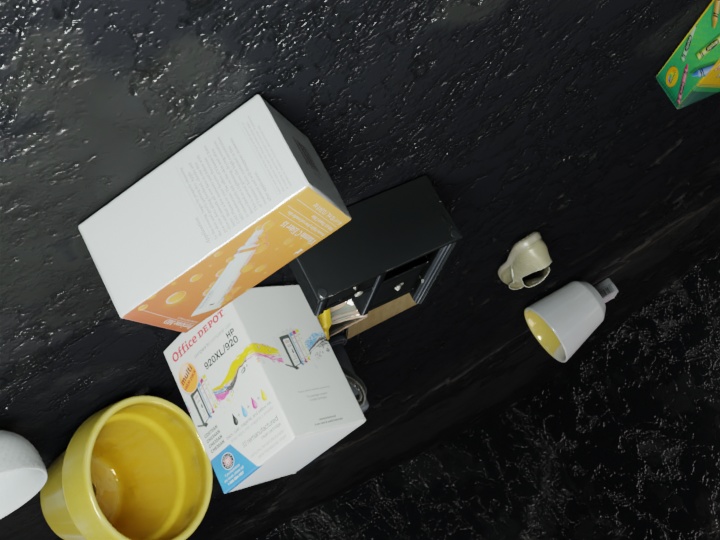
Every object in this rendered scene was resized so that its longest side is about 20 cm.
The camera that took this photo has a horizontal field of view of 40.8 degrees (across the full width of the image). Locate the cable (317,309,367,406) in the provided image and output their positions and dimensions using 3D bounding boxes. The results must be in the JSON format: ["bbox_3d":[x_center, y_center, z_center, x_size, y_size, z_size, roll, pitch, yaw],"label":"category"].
[{"bbox_3d":[-0.061,0.118,1.330,0.096,0.203,0.050,-20,-160,7],"label":"cable"}]

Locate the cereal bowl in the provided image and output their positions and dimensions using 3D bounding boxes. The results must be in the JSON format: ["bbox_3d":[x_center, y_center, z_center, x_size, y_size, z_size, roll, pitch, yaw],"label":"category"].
[{"bbox_3d":[-0.464,0.241,1.106,0.198,0.084,0.201,-28,163,-9],"label":"cereal bowl"}]

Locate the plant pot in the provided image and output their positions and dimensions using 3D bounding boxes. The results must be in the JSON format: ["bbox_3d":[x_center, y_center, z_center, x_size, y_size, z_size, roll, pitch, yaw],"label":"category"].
[{"bbox_3d":[-0.332,0.288,1.310,0.187,0.205,0.199,-23,171,40],"label":"plant pot"}]

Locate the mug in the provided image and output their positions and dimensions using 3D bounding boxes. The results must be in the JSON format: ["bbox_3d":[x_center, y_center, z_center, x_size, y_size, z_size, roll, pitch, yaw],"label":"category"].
[{"bbox_3d":[0.470,0.095,2.236,0.152,0.186,0.151,-36,131,-9],"label":"mug"}]

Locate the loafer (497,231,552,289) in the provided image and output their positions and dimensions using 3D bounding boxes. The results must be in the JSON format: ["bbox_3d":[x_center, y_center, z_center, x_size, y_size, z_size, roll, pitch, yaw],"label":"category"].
[{"bbox_3d":[0.296,-0.001,1.733,0.075,0.069,0.200,-28,163,-6],"label":"loafer"}]

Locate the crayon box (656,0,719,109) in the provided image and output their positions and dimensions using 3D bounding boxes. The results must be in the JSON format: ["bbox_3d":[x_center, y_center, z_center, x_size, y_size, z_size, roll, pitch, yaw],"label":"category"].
[{"bbox_3d":[0.475,-0.300,1.225,0.117,0.059,0.201,-24,161,-21],"label":"crayon box"}]

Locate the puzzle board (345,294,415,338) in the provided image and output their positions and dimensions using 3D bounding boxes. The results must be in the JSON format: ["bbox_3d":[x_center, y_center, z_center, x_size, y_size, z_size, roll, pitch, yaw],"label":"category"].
[{"bbox_3d":[0.045,0.038,1.513,0.149,0.018,0.201,-26,161,-12],"label":"puzzle board"}]

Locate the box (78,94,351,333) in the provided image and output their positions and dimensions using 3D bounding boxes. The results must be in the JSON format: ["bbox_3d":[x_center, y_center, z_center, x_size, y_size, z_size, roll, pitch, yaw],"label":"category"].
[{"bbox_3d":[-0.126,-0.044,0.864,0.198,0.099,0.124,-34,163,10],"label":"box"}]

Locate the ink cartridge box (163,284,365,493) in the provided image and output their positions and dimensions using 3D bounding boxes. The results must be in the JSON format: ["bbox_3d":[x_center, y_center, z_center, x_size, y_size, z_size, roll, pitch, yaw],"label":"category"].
[{"bbox_3d":[-0.122,0.142,1.209,0.147,0.202,0.143,-40,158,31],"label":"ink cartridge box"}]

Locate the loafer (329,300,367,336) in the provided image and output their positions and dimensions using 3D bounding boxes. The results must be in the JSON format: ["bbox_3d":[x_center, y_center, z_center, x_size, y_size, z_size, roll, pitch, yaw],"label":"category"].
[{"bbox_3d":[-0.072,0.089,1.377,0.199,0.064,0.071,-40,161,25],"label":"loafer"}]

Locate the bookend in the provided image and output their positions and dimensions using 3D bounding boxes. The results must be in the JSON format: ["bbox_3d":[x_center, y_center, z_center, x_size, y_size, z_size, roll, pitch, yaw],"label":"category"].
[{"bbox_3d":[0.000,0.000,1.202,0.197,0.093,0.199,-23,161,-21],"label":"bookend"}]

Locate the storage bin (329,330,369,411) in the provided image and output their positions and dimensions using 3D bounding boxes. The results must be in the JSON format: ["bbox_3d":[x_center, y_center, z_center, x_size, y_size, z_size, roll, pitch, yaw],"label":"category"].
[{"bbox_3d":[-0.085,0.209,1.565,0.144,0.136,0.200,-13,155,-43],"label":"storage bin"}]

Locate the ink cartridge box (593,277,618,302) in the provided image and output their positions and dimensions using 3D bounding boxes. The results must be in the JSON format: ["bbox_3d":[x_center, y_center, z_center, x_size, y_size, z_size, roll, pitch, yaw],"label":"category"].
[{"bbox_3d":[0.580,0.103,2.530,0.161,0.058,0.201,-30,158,-5],"label":"ink cartridge box"}]
